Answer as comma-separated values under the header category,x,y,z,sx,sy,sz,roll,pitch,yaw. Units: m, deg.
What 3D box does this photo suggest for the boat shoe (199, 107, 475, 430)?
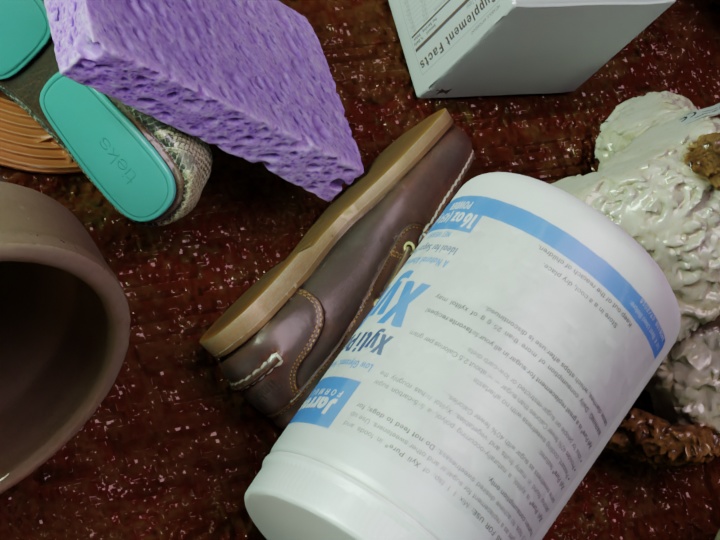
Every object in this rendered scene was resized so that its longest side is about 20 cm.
category,x,y,z,sx,sy,sz,roll,pitch,yaw
boat shoe,0.000,0.000,1.429,0.070,0.070,0.200,46,59,-7

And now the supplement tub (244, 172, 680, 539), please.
category,x,y,z,sx,sy,sz,roll,pitch,yaw
supplement tub,0.051,0.066,1.350,0.132,0.132,0.200,39,70,-7

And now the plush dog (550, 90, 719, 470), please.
category,x,y,z,sx,sy,sz,roll,pitch,yaw
plush dog,0.178,0.011,1.493,0.200,0.160,0.172,-39,112,-38

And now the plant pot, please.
category,x,y,z,sx,sy,sz,roll,pitch,yaw
plant pot,-0.223,-0.004,1.240,0.199,0.201,0.175,-8,51,-33

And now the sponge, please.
category,x,y,z,sx,sy,sz,roll,pitch,yaw
sponge,-0.082,-0.113,1.396,0.200,0.030,0.112,24,38,-47

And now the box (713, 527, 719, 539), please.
category,x,y,z,sx,sy,sz,roll,pitch,yaw
box,0.241,0.223,1.404,0.176,0.097,0.200,34,70,-12

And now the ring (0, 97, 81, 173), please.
category,x,y,z,sx,sy,sz,roll,pitch,yaw
ring,-0.169,-0.143,1.431,0.200,0.019,0.201,14,59,-24

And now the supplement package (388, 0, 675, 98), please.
category,x,y,z,sx,sy,sz,roll,pitch,yaw
supplement package,0.074,-0.208,1.548,0.109,0.114,0.201,-5,70,-31

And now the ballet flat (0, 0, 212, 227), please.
category,x,y,z,sx,sy,sz,roll,pitch,yaw
ballet flat,-0.147,-0.108,1.383,0.200,0.068,0.075,47,30,-9
